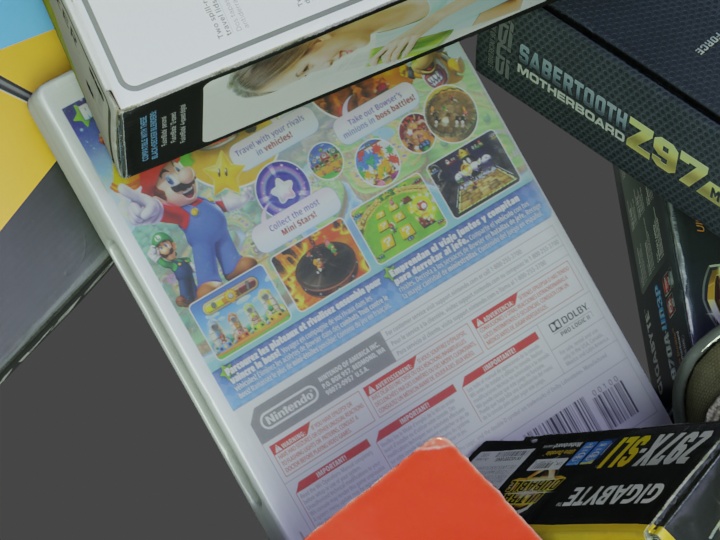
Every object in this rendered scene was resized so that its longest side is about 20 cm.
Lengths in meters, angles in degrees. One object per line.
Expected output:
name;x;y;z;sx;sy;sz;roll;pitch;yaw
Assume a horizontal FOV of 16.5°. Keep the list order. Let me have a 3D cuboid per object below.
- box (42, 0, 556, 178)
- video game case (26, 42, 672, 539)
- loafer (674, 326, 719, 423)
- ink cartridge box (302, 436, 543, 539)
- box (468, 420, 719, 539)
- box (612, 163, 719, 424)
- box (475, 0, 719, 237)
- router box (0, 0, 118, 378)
box;-0.007;-0.124;0.771;0.199;0.060;0.117;-24;76;-11
video game case;0.000;0.000;0.810;0.143;0.018;0.201;-30;91;-25
loafer;0.174;0.098;0.798;0.075;0.070;0.200;-37;104;4
ink cartridge box;-0.001;0.168;0.687;0.200;0.050;0.162;-39;107;13
box;0.123;0.131;0.742;0.200;0.159;0.049;47;67;-13
box;0.170;-0.042;0.893;0.158;0.046;0.201;-1;63;-14
box;0.160;-0.093;0.839;0.157;0.051;0.200;37;57;25
router box;-0.142;-0.047;0.815;0.149;0.051;0.200;42;67;-1
